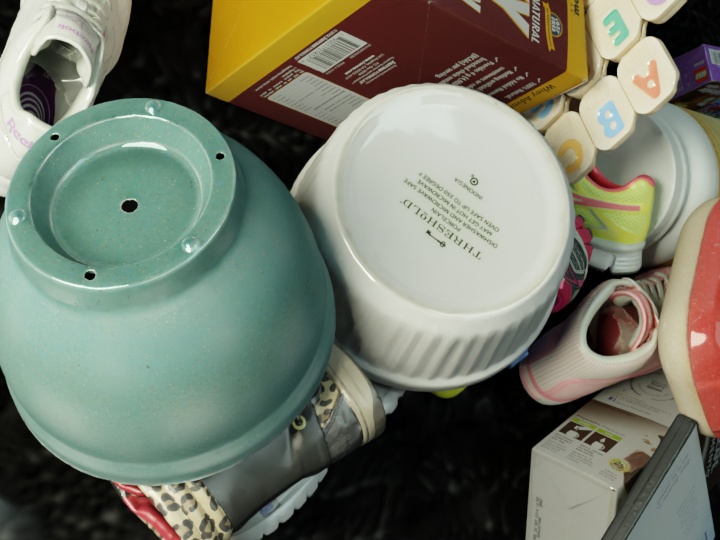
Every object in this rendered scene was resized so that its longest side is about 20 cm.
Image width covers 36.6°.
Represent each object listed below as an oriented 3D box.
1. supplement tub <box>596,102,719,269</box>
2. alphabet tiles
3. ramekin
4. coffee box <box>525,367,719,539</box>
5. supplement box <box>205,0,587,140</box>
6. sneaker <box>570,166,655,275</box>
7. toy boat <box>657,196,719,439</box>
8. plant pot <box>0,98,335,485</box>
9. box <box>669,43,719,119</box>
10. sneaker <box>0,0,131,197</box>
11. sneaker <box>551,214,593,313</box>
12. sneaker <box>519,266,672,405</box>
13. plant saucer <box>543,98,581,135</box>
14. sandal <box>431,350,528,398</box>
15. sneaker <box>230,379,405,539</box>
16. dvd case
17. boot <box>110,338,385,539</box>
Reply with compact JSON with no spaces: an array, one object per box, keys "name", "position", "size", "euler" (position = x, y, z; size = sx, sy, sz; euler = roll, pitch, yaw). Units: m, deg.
[{"name":"supplement tub","position":[0.267,-0.074,0.971],"size":[0.198,0.143,0.147],"euler":[2,74,-49]},{"name":"alphabet tiles","position":[0.152,-0.174,0.808],"size":[0.014,0.200,0.198],"euler":[6,53,-39]},{"name":"ramekin","position":[0.050,-0.029,0.717],"size":[0.199,0.094,0.206],"euler":[4,68,-10]},{"name":"coffee box","position":[0.223,0.160,0.892],"size":[0.199,0.079,0.115],"euler":[-29,128,-41]},{"name":"supplement box","position":[0.025,-0.191,0.791],"size":[0.198,0.196,0.135],"euler":[16,65,-35]},{"name":"sneaker","position":[0.148,-0.077,0.879],"size":[0.198,0.091,0.078],"euler":[25,22,15]},{"name":"toy boat","position":[0.309,0.028,0.827],"size":[0.131,0.129,0.201],"euler":[59,41,-35]},{"name":"plant pot","position":[-0.115,-0.006,0.592],"size":[0.197,0.135,0.203],"euler":[-1,56,2]},{"name":"box","position":[0.346,-0.169,1.091],"size":[0.198,0.136,0.040],"euler":[-1,75,-39]},{"name":"sneaker","position":[-0.176,-0.141,0.674],"size":[0.074,0.099,0.203],"euler":[27,59,-28]},{"name":"sneaker","position":[0.079,-0.039,0.813],"size":[0.198,0.081,0.075],"euler":[24,41,5]},{"name":"sneaker","position":[0.225,0.040,0.869],"size":[0.198,0.105,0.076],"euler":[-24,75,-27]},{"name":"plant saucer","position":[0.154,-0.167,1.000],"size":[0.198,0.034,0.204],"euler":[13,69,-36]},{"name":"sandal","position":[0.124,0.027,0.879],"size":[0.080,0.087,0.200],"euler":[52,49,-12]},{"name":"sneaker","position":[-0.036,0.086,0.732],"size":[0.083,0.074,0.200],"euler":[55,51,-14]},{"name":"dvd case","position":[0.230,0.220,0.849],"size":[0.143,0.017,0.201],"euler":[-52,142,-21]},{"name":"boot","position":[-0.099,0.068,0.665],"size":[0.150,0.074,0.200],"euler":[-38,71,-25]}]
